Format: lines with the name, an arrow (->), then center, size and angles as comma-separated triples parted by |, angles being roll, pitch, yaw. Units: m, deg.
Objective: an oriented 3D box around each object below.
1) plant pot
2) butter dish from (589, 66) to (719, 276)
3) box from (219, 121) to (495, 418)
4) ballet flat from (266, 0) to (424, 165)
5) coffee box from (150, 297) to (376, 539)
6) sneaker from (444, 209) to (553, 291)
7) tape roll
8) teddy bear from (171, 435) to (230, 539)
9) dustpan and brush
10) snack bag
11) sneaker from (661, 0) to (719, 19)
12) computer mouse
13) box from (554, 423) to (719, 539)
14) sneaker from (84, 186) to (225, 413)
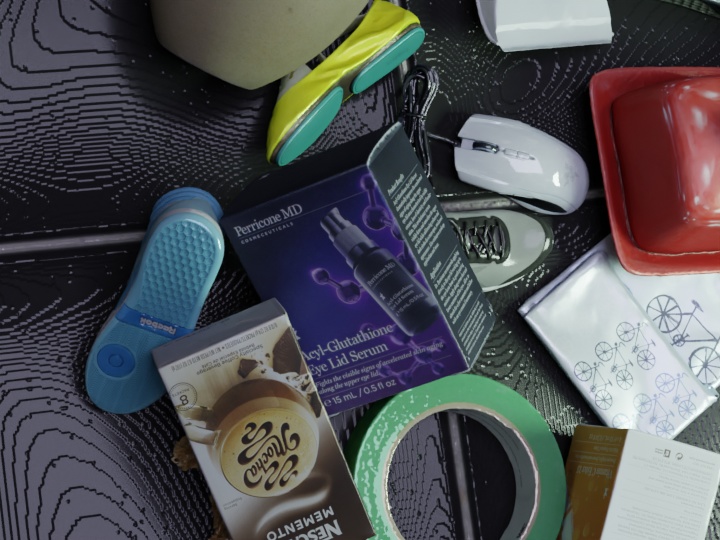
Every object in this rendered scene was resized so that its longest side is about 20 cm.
plant pot -> -0.101, -0.234, 1.677 | 0.200, 0.200, 0.135 | 25, 101, -13
butter dish -> 0.330, -0.105, 1.795 | 0.199, 0.148, 0.200 | -3, 80, -24
box -> 0.000, 0.000, 1.645 | 0.200, 0.148, 0.104 | 62, 26, -14
ballet flat -> -0.029, -0.172, 1.750 | 0.067, 0.067, 0.200 | 41, 68, 14
coffee box -> -0.078, 0.139, 1.597 | 0.113, 0.080, 0.200 | -24, 103, -5
sneaker -> 0.082, -0.019, 1.750 | 0.200, 0.079, 0.074 | -5, 82, -20
tape roll -> 0.081, 0.192, 1.736 | 0.200, 0.048, 0.201 | 2, 82, -17
teddy bear -> -0.085, 0.169, 1.684 | 0.145, 0.067, 0.200 | -15, 94, -10
dustpan and brush -> 0.155, -0.303, 1.833 | 0.140, 0.057, 0.200 | -8, 91, -31
snack bag -> 0.272, 0.052, 1.832 | 0.200, 0.021, 0.189 | -39, 95, -19
sneaker -> 0.318, -0.324, 1.862 | 0.202, 0.077, 0.146 | 13, 90, -26
computer mouse -> 0.125, -0.109, 1.794 | 0.200, 0.044, 0.110 | 16, 77, -15
box -> 0.228, 0.244, 1.727 | 0.097, 0.124, 0.200 | 17, 83, -14
sneaker -> -0.167, 0.019, 1.669 | 0.080, 0.131, 0.200 | 27, 111, -10
